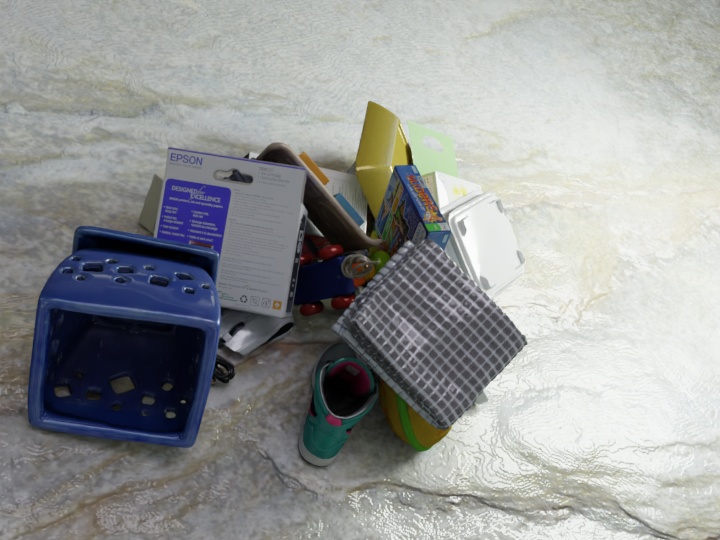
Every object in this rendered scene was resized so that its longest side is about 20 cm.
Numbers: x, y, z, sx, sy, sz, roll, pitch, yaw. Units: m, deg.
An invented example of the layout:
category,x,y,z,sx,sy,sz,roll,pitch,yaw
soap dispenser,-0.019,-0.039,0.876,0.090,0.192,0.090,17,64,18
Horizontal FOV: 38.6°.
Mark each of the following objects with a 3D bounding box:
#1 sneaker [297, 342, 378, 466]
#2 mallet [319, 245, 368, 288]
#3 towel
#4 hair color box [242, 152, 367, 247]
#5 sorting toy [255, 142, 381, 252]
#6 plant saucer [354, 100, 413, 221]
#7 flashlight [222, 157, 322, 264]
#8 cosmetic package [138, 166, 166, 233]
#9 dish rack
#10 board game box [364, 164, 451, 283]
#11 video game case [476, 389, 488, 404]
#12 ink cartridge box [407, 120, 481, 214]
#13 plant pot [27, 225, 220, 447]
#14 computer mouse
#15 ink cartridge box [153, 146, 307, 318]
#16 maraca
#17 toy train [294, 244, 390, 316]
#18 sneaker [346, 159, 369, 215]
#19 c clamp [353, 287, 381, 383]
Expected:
category,x,y,z,sx,sy,sz,roll,pitch,yaw
sneaker,-0.025,0.144,1.344,0.083,0.121,0.200,22,41,-10
mallet,0.025,0.024,1.536,0.200,0.041,0.066,43,38,18
towel,0.089,0.077,1.292,0.200,0.086,0.166,45,78,-3
hair color box,-0.091,-0.102,1.570,0.199,0.064,0.111,11,74,-24
sorting toy,-0.061,-0.102,1.445,0.200,0.185,0.036,44,79,-9
plant saucer,0.056,-0.145,1.648,0.048,0.200,0.200,-11,39,19
flashlight,-0.123,-0.062,1.482,0.068,0.068,0.200,-42,104,-18
cosmetic package,-0.209,-0.057,1.452,0.200,0.105,0.071,40,42,8
dish rack,0.201,-0.040,1.663,0.200,0.043,0.172,-30,98,-54
board game box,0.059,-0.027,1.428,0.034,0.200,0.136,-5,48,-23
video game case,0.132,0.071,1.491,0.023,0.200,0.183,-21,48,10
ink cartridge box,0.145,-0.146,1.708,0.145,0.048,0.201,10,71,-52
plant pot,-0.269,0.067,1.208,0.199,0.201,0.180,10,36,-9
computer mouse,-0.161,0.075,1.392,0.110,0.044,0.200,43,41,15
ink cartridge box,-0.174,-0.051,1.366,0.197,0.201,0.043,10,3,10
maraca,0.078,0.143,1.386,0.137,0.107,0.201,-10,93,-67
toy train,0.000,0.000,1.393,0.115,0.200,0.085,-16,91,-42
sneaker,0.018,-0.150,1.719,0.085,0.073,0.200,33,51,-2
c clamp,0.030,0.102,1.502,0.170,0.027,0.200,9,43,-32
